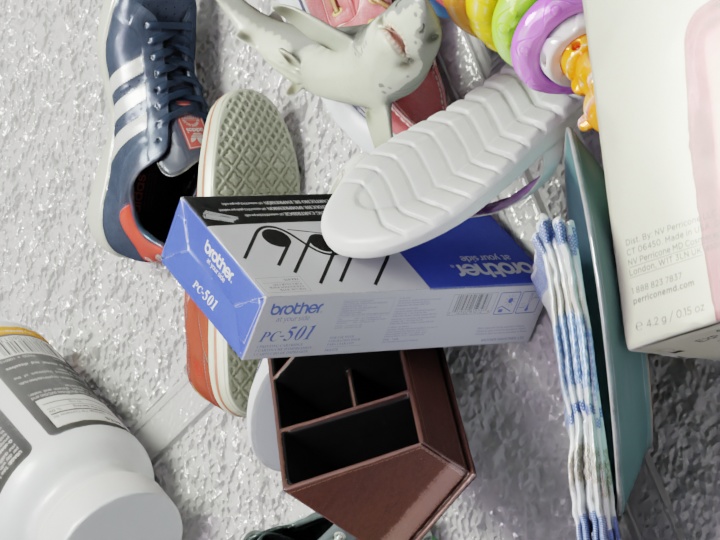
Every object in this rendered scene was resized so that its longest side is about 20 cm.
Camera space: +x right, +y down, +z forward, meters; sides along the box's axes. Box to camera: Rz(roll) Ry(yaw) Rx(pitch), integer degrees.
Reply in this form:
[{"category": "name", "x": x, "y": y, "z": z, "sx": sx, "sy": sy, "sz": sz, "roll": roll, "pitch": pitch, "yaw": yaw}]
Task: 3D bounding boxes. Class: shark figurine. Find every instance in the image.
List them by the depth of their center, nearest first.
[{"category": "shark figurine", "x": -0.011, "y": -0.138, "z": 1.595, "sx": 0.214, "sy": 0.089, "sz": 0.129, "roll": 25, "pitch": 143, "yaw": 41}]

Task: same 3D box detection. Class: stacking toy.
[{"category": "stacking toy", "x": 0.104, "y": -0.137, "z": 1.489, "sx": 0.116, "sy": 0.110, "sz": 0.200, "roll": -33, "pitch": 49, "yaw": 4}]

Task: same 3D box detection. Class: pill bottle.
[{"category": "pill bottle", "x": -0.204, "y": 0.128, "z": 1.826, "sx": 0.200, "sy": 0.116, "sz": 0.117, "roll": 43, "pitch": 117, "yaw": 42}]

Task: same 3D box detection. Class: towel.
[{"category": "towel", "x": 0.113, "y": 0.080, "z": 1.477, "sx": 0.024, "sy": 0.147, "sz": 0.201, "roll": -8, "pitch": 78, "yaw": 2}]

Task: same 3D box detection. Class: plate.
[{"category": "plate", "x": 0.129, "y": 0.025, "z": 1.454, "sx": 0.200, "sy": 0.025, "sz": 0.202, "roll": -7, "pitch": -90, "yaw": -88}]

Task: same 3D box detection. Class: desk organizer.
[{"category": "desk organizer", "x": 0.001, "y": 0.072, "z": 1.554, "sx": 0.072, "sy": 0.077, "sz": 0.200, "roll": -50, "pitch": 19, "yaw": 15}]

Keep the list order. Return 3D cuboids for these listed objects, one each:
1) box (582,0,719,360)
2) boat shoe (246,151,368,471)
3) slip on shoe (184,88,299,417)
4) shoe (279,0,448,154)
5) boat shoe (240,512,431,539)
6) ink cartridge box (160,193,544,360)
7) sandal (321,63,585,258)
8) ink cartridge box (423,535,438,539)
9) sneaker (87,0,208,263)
[{"category": "box", "x": 0.197, "y": -0.063, "z": 1.389, "sx": 0.109, "sy": 0.127, "sz": 0.201, "roll": -19, "pitch": 72, "yaw": 44}, {"category": "boat shoe", "x": -0.018, "y": 0.022, "z": 1.678, "sx": 0.070, "sy": 0.070, "sz": 0.201, "roll": -110, "pitch": 36, "yaw": -65}, {"category": "slip on shoe", "x": -0.080, "y": -0.011, "z": 1.741, "sx": 0.061, "sy": 0.074, "sz": 0.201, "roll": 1, "pitch": 91, "yaw": 51}, {"category": "shoe", "x": 0.014, "y": -0.150, "z": 1.648, "sx": 0.091, "sy": 0.071, "sz": 0.201, "roll": -56, "pitch": 45, "yaw": 32}, {"category": "boat shoe", "x": -0.047, "y": 0.167, "z": 1.668, "sx": 0.199, "sy": 0.062, "sz": 0.073, "roll": -20, "pitch": 37, "yaw": 41}, {"category": "ink cartridge box", "x": 0.000, "y": 0.000, "z": 1.547, "sx": 0.094, "sy": 0.199, "sz": 0.044, "roll": 48, "pitch": 128, "yaw": 39}, {"category": "sandal", "x": 0.072, "y": -0.060, "z": 1.525, "sx": 0.202, "sy": 0.050, "sz": 0.082, "roll": -36, "pitch": 39, "yaw": -11}, {"category": "ink cartridge box", "x": 0.021, "y": 0.260, "z": 1.530, "sx": 0.146, "sy": 0.084, "sz": 0.200, "roll": 40, "pitch": 126, "yaw": -8}, {"category": "sneaker", "x": -0.120, "y": -0.102, "z": 1.796, "sx": 0.084, "sy": 0.075, "sz": 0.201, "roll": 18, "pitch": 109, "yaw": 49}]
